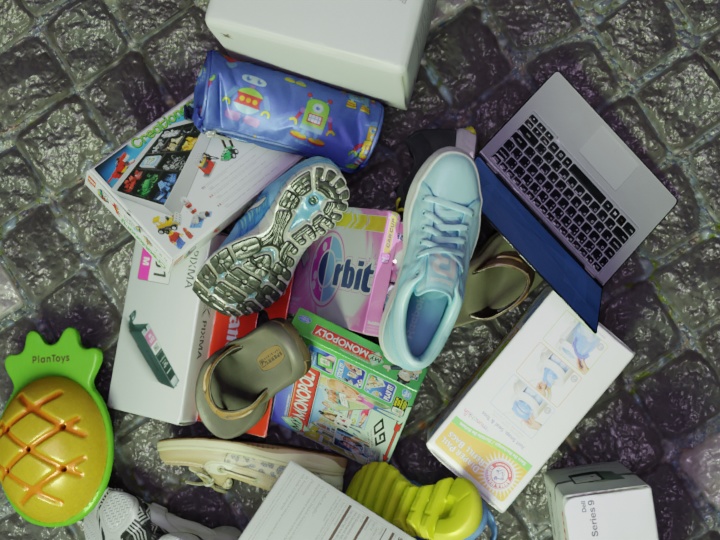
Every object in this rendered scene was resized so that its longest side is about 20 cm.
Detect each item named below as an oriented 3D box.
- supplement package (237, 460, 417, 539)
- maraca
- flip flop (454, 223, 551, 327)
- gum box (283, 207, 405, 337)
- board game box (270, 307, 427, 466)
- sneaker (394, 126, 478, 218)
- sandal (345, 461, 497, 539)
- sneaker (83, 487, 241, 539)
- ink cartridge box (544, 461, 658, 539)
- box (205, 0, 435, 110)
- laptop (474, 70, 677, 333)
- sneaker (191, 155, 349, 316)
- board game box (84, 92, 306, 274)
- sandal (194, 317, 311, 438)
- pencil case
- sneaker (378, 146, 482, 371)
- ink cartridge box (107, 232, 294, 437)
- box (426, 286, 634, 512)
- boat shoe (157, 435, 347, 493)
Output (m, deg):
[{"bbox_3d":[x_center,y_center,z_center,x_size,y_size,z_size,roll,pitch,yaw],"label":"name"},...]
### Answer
[{"bbox_3d":[-0.018,0.295,1.190,0.199,0.114,0.110,31,56,8],"label":"supplement package"},{"bbox_3d":[-0.316,0.161,1.293,0.135,0.107,0.203,-5,82,13],"label":"maraca"},{"bbox_3d":[0.133,0.012,1.240,0.057,0.199,0.082,18,122,45],"label":"flip flop"},{"bbox_3d":[0.000,0.000,1.224,0.065,0.199,0.115,11,90,-28],"label":"gum box"},{"bbox_3d":[-0.016,0.123,1.229,0.133,0.201,0.029,24,58,6],"label":"board game box"},{"bbox_3d":[0.073,-0.051,1.292,0.083,0.074,0.203,8,80,11],"label":"sneaker"},{"bbox_3d":[0.059,0.244,1.238,0.087,0.199,0.080,40,68,-34],"label":"sandal"},{"bbox_3d":[-0.195,0.285,1.296,0.199,0.114,0.076,20,89,40],"label":"sneaker"},{"bbox_3d":[0.232,0.269,1.194,0.083,0.200,0.148,-8,87,3],"label":"ink cartridge box"},{"bbox_3d":[-0.025,-0.277,1.238,0.196,0.200,0.174,15,87,5],"label":"box"},{"bbox_3d":[0.208,-0.073,1.219,0.187,0.116,0.200,46,78,-5],"label":"laptop"},{"bbox_3d":[-0.086,-0.035,1.243,0.200,0.090,0.078,-42,110,16],"label":"sneaker"},{"bbox_3d":[-0.164,-0.105,1.279,0.126,0.035,0.200,46,62,5],"label":"board game box"},{"bbox_3d":[-0.113,0.110,1.188,0.054,0.200,0.082,-36,90,-40],"label":"sandal"},{"bbox_3d":[-0.076,-0.156,1.266,0.197,0.078,0.088,15,77,-13],"label":"pencil case"},{"bbox_3d":[0.072,-0.007,1.099,0.073,0.082,0.203,10,96,-15],"label":"sneaker"},{"bbox_3d":[-0.164,0.059,1.292,0.171,0.043,0.203,9,89,25],"label":"ink cartridge box"},{"bbox_3d":[0.164,0.125,1.249,0.101,0.112,0.201,40,92,3],"label":"box"},{"bbox_3d":[-0.114,0.207,1.290,0.197,0.073,0.064,7,86,4],"label":"boat shoe"}]
